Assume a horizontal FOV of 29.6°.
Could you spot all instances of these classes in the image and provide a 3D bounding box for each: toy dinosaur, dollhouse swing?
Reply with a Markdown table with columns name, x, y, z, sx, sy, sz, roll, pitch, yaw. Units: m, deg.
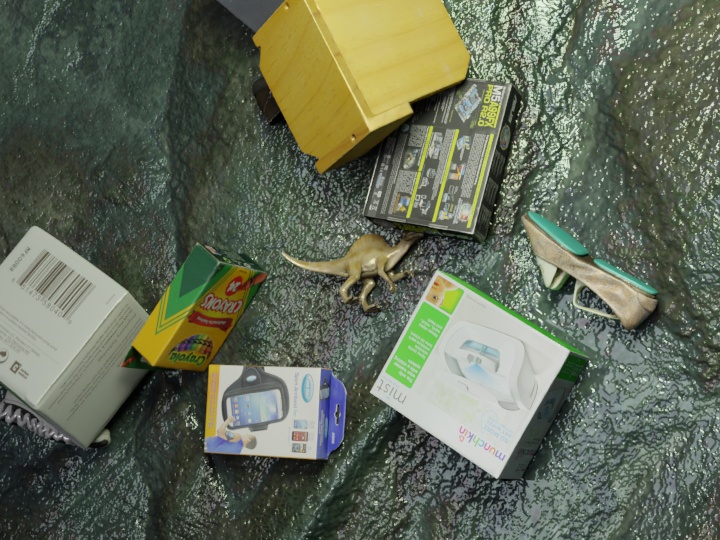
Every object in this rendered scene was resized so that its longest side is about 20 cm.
| name | x | y | z | sx | sy | sz | roll | pitch | yaw |
| --- | --- | --- | --- | --- | --- | --- | --- | --- | --- |
| toy dinosaur | 0.000 | 0.000 | 1.781 | 0.198 | 0.058 | 0.102 | -14 | 62 | 16 |
| dollhouse swing | 0.005 | -0.265 | 1.736 | 0.181 | 0.175 | 0.201 | -35 | 81 | 51 |

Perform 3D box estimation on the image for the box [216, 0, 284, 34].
| name | x | y | z | sx | sy | sz | roll | pitch | yaw |
| --- | --- | --- | --- | --- | --- | --- | --- | --- | --- |
| box | -0.090 | -0.410 | 1.844 | 0.182 | 0.104 | 0.201 | 42 | 102 | 25 |

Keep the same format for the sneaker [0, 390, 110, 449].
| name | x | y | z | sx | sy | sz | roll | pitch | yaw |
| --- | --- | --- | --- | --- | --- | --- | --- | --- | --- |
| sneaker | -0.438 | 0.201 | 1.956 | 0.198 | 0.075 | 0.082 | 16 | 81 | 27 |

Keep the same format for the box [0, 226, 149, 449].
| name | x | y | z | sx | sy | sz | roll | pitch | yaw |
| --- | --- | --- | --- | --- | --- | --- | --- | --- | --- |
| box | -0.412 | 0.092 | 1.871 | 0.198 | 0.172 | 0.201 | 32 | 76 | 26 |

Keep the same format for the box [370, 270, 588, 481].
| name | x | y | z | sx | sy | sz | roll | pitch | yaw |
| --- | --- | --- | --- | --- | --- | --- | --- | --- | --- |
| box | 0.144 | 0.128 | 1.659 | 0.199 | 0.097 | 0.178 | 33 | 95 | 25 |

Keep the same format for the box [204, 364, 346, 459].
| name | x | y | z | sx | sy | sz | roll | pitch | yaw |
| --- | --- | --- | --- | --- | --- | --- | --- | --- | --- |
| box | -0.114 | 0.187 | 1.810 | 0.198 | 0.041 | 0.120 | -1 | 82 | 29 |

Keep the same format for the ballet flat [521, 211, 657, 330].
| name | x | y | z | sx | sy | sz | roll | pitch | yaw |
| --- | --- | --- | --- | --- | --- | --- | --- | --- | --- |
| ballet flat | 0.261 | 0.005 | 1.635 | 0.199 | 0.068 | 0.068 | 37 | 107 | 28 |

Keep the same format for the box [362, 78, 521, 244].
| name | x | y | z | sx | sy | sz | roll | pitch | yaw |
| --- | --- | --- | --- | --- | --- | --- | --- | --- | --- |
| box | 0.103 | -0.146 | 1.730 | 0.159 | 0.044 | 0.202 | 10 | 79 | 27 |

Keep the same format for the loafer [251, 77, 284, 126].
| name | x | y | z | sx | sy | sz | roll | pitch | yaw |
| --- | --- | --- | --- | --- | --- | --- | --- | --- | --- |
| loafer | -0.053 | -0.242 | 1.828 | 0.199 | 0.073 | 0.072 | -15 | 82 | 32 |

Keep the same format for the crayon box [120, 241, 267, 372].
| name | x | y | z | sx | sy | sz | roll | pitch | yaw |
| --- | --- | --- | --- | --- | --- | --- | --- | --- | --- |
| crayon box | -0.223 | 0.065 | 1.834 | 0.051 | 0.127 | 0.201 | 39 | 102 | 25 |
